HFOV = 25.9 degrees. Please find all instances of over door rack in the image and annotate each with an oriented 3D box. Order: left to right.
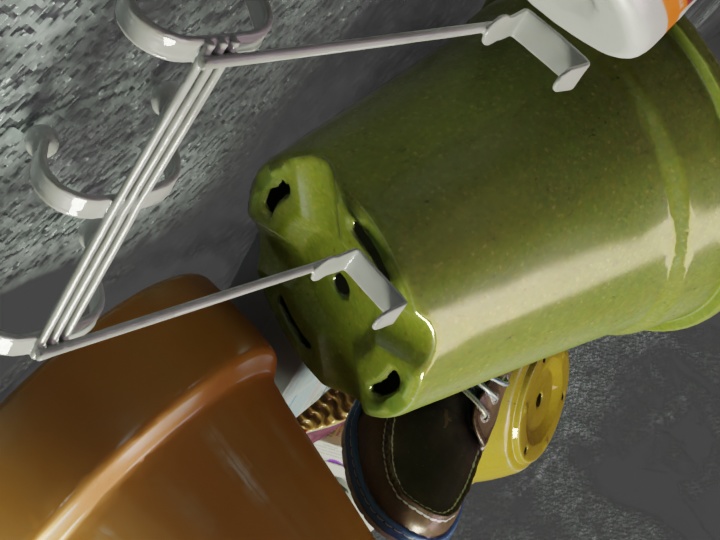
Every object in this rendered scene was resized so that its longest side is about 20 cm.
[{"bbox_3d":[-0.035,-0.042,0.561,0.199,0.067,0.148,-4,141,-44],"label":"over door rack"}]

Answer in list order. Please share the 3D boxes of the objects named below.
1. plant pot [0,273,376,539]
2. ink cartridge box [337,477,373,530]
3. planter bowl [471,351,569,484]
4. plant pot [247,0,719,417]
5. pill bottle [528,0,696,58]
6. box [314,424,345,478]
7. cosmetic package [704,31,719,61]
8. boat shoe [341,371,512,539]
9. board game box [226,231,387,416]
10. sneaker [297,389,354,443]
[{"bbox_3d":[-0.082,0.136,0.755,0.200,0.183,0.200,-45,169,-11],"label":"plant pot"},{"bbox_3d":[0.013,0.149,1.287,0.147,0.083,0.200,-43,177,-44],"label":"ink cartridge box"},{"bbox_3d":[0.095,0.083,1.116,0.200,0.083,0.201,-41,138,-50],"label":"planter bowl"},{"bbox_3d":[0.055,-0.027,0.749,0.184,0.201,0.201,-27,161,-30],"label":"plant pot"},{"bbox_3d":[0.133,-0.189,0.594,0.200,0.114,0.114,-46,169,-2],"label":"pill bottle"},{"bbox_3d":[0.028,0.062,1.111,0.200,0.041,0.039,-57,147,-36],"label":"box"},{"bbox_3d":[0.383,-0.184,1.611,0.200,0.108,0.085,-32,163,-48],"label":"cosmetic package"},{"bbox_3d":[0.041,0.061,0.835,0.072,0.072,0.200,-52,-164,34],"label":"boat shoe"},{"bbox_3d":[0.000,0.000,0.909,0.200,0.064,0.148,-35,165,-42],"label":"board game box"},{"bbox_3d":[-0.068,0.102,1.027,0.200,0.075,0.090,-38,-179,-29],"label":"sneaker"}]
